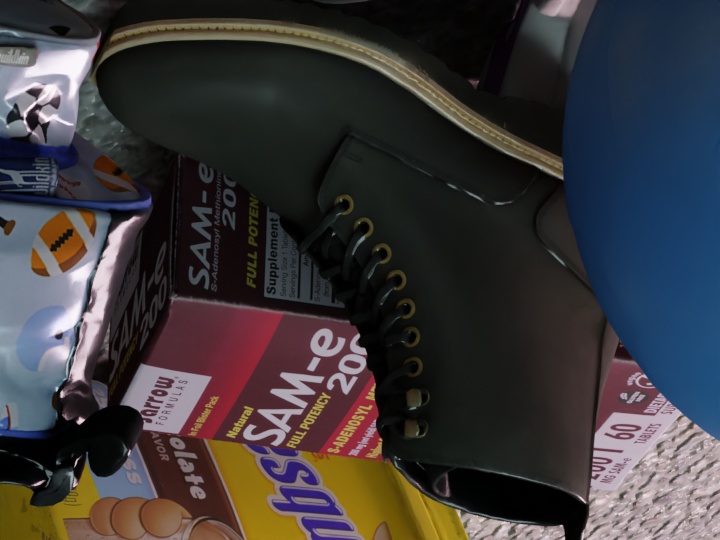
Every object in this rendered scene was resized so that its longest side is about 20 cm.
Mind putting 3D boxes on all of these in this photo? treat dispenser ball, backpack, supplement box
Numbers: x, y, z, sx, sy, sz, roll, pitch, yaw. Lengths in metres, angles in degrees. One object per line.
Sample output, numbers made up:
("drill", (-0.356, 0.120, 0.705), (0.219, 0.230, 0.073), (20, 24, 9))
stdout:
("treat dispenser ball", (0.159, -0.035, 0.863), (0.200, 0.202, 0.201), (-18, 147, -12))
("backpack", (-0.171, -0.030, 0.802), (0.190, 0.200, 0.155), (-2, 108, -36))
("supplement box", (0.017, 0.022, 1.050), (0.199, 0.061, 0.109), (8, 151, -14))

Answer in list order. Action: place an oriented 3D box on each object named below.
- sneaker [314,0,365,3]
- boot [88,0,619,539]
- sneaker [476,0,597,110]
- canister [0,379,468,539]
("sneaker", (0.034, -0.155, 0.883), (0.201, 0.108, 0.067), (-15, -155, 45))
("boot", (0.000, 0.000, 0.949), (0.199, 0.139, 0.078), (16, 152, -10))
("sneaker", (0.100, -0.085, 0.992), (0.099, 0.075, 0.200), (19, 148, 0))
("canister", (-0.060, 0.111, 1.118), (0.199, 0.149, 0.087), (7, 136, -39))
